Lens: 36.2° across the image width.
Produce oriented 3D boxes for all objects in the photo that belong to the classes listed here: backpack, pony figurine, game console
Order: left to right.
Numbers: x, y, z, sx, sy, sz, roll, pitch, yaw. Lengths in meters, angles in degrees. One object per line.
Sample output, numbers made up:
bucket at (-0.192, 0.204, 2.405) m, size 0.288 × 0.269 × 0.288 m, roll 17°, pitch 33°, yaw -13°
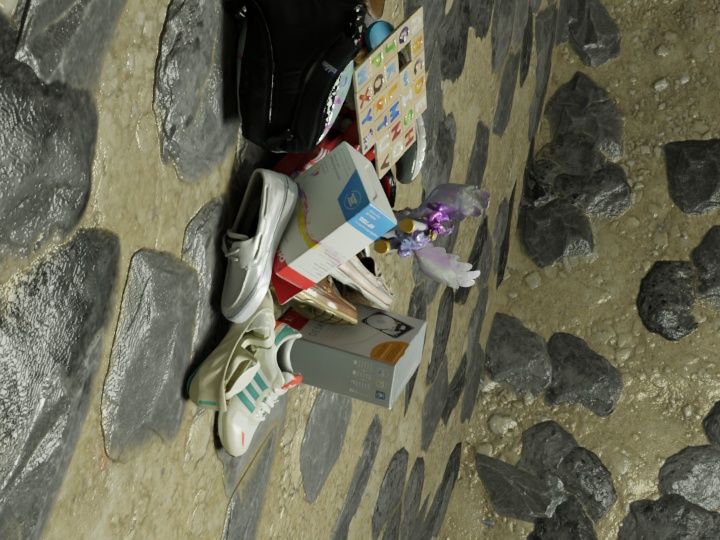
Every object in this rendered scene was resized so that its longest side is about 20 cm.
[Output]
backpack at (-0.075, -0.244, 1.336) m, size 0.127 × 0.166 × 0.201 m, roll -55°, pitch 158°, yaw -63°
game console at (0.063, -0.211, 1.769) m, size 0.200 × 0.118 × 0.173 m, roll 81°, pitch -12°, yaw -82°
pony figurine at (0.089, -0.065, 1.718) m, size 0.200 × 0.192 × 0.168 m, roll -10°, pitch 114°, yaw -61°

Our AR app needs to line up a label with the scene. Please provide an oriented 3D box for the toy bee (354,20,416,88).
toy bee at (-0.012, -0.304, 1.502) m, size 0.109 × 0.200 × 0.131 m, roll -39°, pitch -176°, yaw -19°

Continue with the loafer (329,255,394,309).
loafer at (0.000, 0.000, 1.658) m, size 0.063 × 0.072 × 0.200 m, roll -56°, pitch 140°, yaw 0°

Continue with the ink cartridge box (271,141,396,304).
ink cartridge box at (-0.062, -0.059, 1.443) m, size 0.067 × 0.200 × 0.117 m, roll 33°, pitch 28°, yaw -48°

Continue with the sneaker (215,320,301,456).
sneaker at (-0.134, 0.164, 1.514) m, size 0.070 × 0.093 × 0.201 m, roll 15°, pitch 87°, yaw -73°

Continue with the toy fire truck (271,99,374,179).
toy fire truck at (-0.055, -0.170, 1.546) m, size 0.168 × 0.112 × 0.200 m, roll -51°, pitch 171°, yaw 8°

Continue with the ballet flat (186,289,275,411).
ballet flat at (-0.149, 0.102, 1.434) m, size 0.200 × 0.069 × 0.070 m, roll -59°, pitch 155°, yaw -33°

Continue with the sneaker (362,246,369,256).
sneaker at (-0.008, -0.074, 1.796) m, size 0.089 × 0.074 × 0.201 m, roll -53°, pitch 150°, yaw -51°

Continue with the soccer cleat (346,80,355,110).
soccer cleat at (0.006, -0.298, 1.728) m, size 0.086 × 0.070 × 0.200 m, roll -49°, pitch -177°, yaw 19°

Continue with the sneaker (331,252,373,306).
sneaker at (-0.027, -0.021, 1.746) m, size 0.067 × 0.090 × 0.201 m, roll -31°, pitch 144°, yaw -5°

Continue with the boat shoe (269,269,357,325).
boat shoe at (-0.069, 0.028, 1.580) m, size 0.200 × 0.072 × 0.068 m, roll 29°, pitch 67°, yaw -44°

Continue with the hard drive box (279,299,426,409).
hard drive box at (-0.019, 0.117, 1.672) m, size 0.156 × 0.199 × 0.077 m, roll -49°, pitch 149°, yaw -59°

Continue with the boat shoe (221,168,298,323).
boat shoe at (-0.146, -0.034, 1.408) m, size 0.065 × 0.073 × 0.201 m, roll 19°, pitch 88°, yaw -43°

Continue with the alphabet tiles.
alphabet tiles at (0.043, -0.228, 1.479) m, size 0.167 × 0.008 × 0.201 m, roll -50°, pitch 148°, yaw -35°

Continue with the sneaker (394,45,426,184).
sneaker at (0.046, -0.227, 1.627) m, size 0.074 × 0.084 × 0.201 m, roll -156°, pitch -118°, yaw -76°

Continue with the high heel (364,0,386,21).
high heel at (0.031, -0.399, 1.510) m, size 0.200 × 0.071 × 0.143 m, roll 47°, pitch -18°, yaw 61°

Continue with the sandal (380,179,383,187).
sandal at (-0.024, -0.105, 1.614) m, size 0.200 × 0.076 × 0.043 m, roll -50°, pitch 154°, yaw -47°
